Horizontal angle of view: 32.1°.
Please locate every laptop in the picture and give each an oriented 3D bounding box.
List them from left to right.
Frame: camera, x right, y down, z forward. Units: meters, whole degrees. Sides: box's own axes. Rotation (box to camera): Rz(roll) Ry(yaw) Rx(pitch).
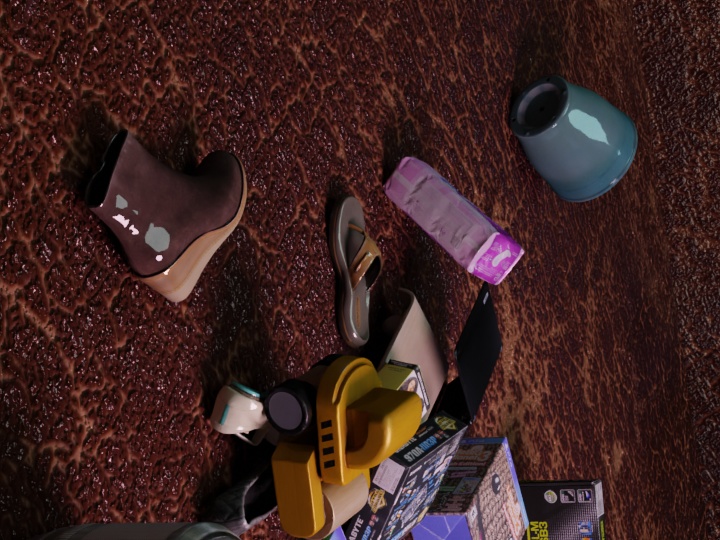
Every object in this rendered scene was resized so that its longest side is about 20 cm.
[{"bbox_3d":[0.133,0.146,1.807,0.103,0.200,0.178,41,40,-8],"label":"laptop"}]

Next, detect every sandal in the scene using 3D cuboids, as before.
[{"bbox_3d":[0.000,0.000,1.651,0.082,0.054,0.202,10,76,-62],"label":"sandal"}]

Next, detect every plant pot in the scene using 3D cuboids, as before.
[{"bbox_3d":[0.382,-0.259,2.334,0.188,0.199,0.201,32,55,-39],"label":"plant pot"}]

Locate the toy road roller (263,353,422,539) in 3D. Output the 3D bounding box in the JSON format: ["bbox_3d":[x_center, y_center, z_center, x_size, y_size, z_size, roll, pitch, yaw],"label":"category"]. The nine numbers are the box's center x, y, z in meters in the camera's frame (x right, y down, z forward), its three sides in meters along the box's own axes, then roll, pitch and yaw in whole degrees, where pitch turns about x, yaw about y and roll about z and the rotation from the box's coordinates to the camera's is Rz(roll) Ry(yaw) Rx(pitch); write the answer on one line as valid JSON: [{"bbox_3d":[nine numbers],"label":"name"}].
[{"bbox_3d":[-0.011,0.193,1.362,0.123,0.145,0.202,-26,116,-56],"label":"toy road roller"}]

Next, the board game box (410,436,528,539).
[{"bbox_3d":[0.161,0.366,1.845,0.200,0.096,0.160,-49,127,-55],"label":"board game box"}]

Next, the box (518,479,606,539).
[{"bbox_3d":[0.295,0.435,1.992,0.047,0.192,0.202,1,84,-65],"label":"box"}]

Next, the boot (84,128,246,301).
[{"bbox_3d":[-0.192,-0.087,1.269,0.167,0.072,0.201,59,40,-44],"label":"boot"}]

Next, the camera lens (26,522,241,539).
[{"bbox_3d":[-0.191,0.294,1.051,0.160,0.199,0.161,23,64,-60],"label":"camera lens"}]

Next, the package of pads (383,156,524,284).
[{"bbox_3d":[0.132,-0.073,1.797,0.076,0.200,0.120,-51,150,10],"label":"package of pads"}]

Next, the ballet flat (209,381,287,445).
[{"bbox_3d":[-0.103,0.167,1.417,0.200,0.069,0.070,21,66,-58],"label":"ballet flat"}]

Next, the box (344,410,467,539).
[{"bbox_3d":[0.058,0.282,1.630,0.200,0.046,0.160,-21,136,-62],"label":"box"}]

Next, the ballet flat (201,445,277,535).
[{"bbox_3d":[-0.105,0.248,1.388,0.200,0.056,0.067,-34,116,-60],"label":"ballet flat"}]

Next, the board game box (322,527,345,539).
[{"bbox_3d":[-0.029,0.426,1.515,0.135,0.029,0.201,-58,134,-50],"label":"board game box"}]

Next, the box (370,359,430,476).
[{"bbox_3d":[0.013,0.202,1.586,0.200,0.050,0.076,-43,128,-40],"label":"box"}]

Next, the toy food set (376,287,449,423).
[{"bbox_3d":[0.049,0.143,1.730,0.201,0.060,0.144,-61,138,-36],"label":"toy food set"}]
